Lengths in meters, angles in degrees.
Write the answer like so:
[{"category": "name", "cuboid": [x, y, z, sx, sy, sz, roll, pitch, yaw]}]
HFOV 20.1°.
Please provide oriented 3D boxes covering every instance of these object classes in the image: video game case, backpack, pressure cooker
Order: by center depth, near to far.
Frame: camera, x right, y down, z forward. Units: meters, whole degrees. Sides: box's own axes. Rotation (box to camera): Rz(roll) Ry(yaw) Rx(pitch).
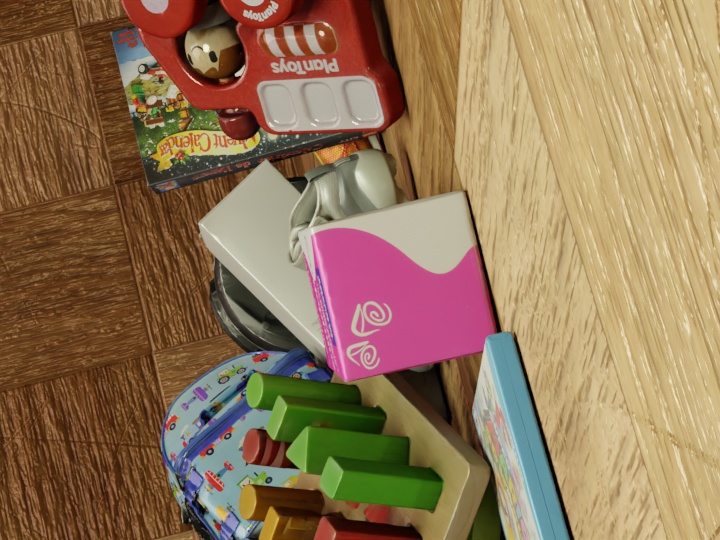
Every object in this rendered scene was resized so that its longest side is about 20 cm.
[{"category": "video game case", "cuboid": [0.097, 0.129, 1.242, 0.200, 0.018, 0.143, 88, 168, -74]}, {"category": "backpack", "cuboid": [-0.077, 0.145, 1.669, 0.200, 0.183, 0.135, 47, 170, 39]}, {"category": "pressure cooker", "cuboid": [-0.052, 0.005, 1.950, 0.200, 0.179, 0.176, 126, 155, -86]}]

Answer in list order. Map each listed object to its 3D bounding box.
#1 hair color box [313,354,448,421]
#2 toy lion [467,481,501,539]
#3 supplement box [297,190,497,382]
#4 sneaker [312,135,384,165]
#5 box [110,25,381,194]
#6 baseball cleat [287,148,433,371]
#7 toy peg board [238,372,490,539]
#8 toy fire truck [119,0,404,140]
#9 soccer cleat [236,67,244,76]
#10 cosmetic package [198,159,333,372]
[{"category": "hair color box", "cuboid": [0.005, 0.057, 1.790, 0.061, 0.099, 0.200, 81, 174, -69]}, {"category": "toy lion", "cuboid": [0.049, 0.222, 1.436, 0.192, 0.069, 0.200, 27, 104, 51]}, {"category": "supplement box", "cuboid": [0.021, 0.009, 1.321, 0.200, 0.103, 0.101, 172, 85, -85]}, {"category": "sneaker", "cuboid": [-0.020, -0.110, 1.738, 0.073, 0.077, 0.200, 147, 107, -85]}, {"category": "box", "cuboid": [-0.094, -0.156, 1.684, 0.038, 0.200, 0.137, 64, -169, -79]}, {"category": "baseball cleat", "cuboid": [0.000, 0.000, 1.579, 0.070, 0.106, 0.200, -121, 15, -63]}, {"category": "toy peg board", "cuboid": [-0.027, 0.172, 1.392, 0.200, 0.098, 0.199, 44, 119, 56]}, {"category": "toy fire truck", "cuboid": [-0.075, -0.173, 1.475, 0.112, 0.200, 0.168, -45, -54, -51]}, {"category": "soccer cleat", "cuboid": [-0.049, -0.191, 1.583, 0.200, 0.069, 0.078, -24, 97, 56]}, {"category": "cosmetic package", "cuboid": [-0.037, 0.012, 1.698, 0.200, 0.085, 0.108, 46, 174, 4]}]
